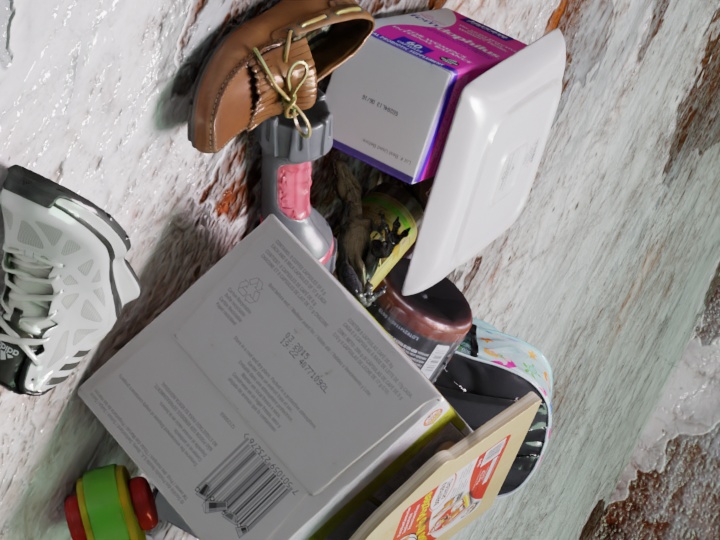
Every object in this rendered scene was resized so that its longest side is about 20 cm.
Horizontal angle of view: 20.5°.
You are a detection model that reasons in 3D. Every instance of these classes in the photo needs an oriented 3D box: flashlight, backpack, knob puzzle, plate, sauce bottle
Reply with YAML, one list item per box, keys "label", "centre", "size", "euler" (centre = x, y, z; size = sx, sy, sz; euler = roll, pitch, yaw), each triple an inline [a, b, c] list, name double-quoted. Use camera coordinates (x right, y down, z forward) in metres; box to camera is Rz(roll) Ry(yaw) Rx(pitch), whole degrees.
- label: "flashlight"
  centre: [-0.048, -0.063, 1.582]
  size: [0.067, 0.068, 0.201]
  euler: [-18, 147, -17]
- label: "backpack"
  centre: [0.095, 0.133, 2.016]
  size: [0.151, 0.198, 0.179]
  euler: [-70, 175, -63]
- label: "knob puzzle"
  centre: [0.035, 0.179, 1.476]
  size: [0.219, 0.030, 0.220]
  euler: [-37, 160, -16]
- label: "plate"
  centre: [0.114, -0.089, 1.686]
  size: [0.200, 0.032, 0.201]
  euler: [-36, 147, -54]
- label: "sauce bottle"
  centre: [-0.015, 0.003, 1.763]
  size: [0.200, 0.064, 0.065]
  euler: [-51, 157, -37]

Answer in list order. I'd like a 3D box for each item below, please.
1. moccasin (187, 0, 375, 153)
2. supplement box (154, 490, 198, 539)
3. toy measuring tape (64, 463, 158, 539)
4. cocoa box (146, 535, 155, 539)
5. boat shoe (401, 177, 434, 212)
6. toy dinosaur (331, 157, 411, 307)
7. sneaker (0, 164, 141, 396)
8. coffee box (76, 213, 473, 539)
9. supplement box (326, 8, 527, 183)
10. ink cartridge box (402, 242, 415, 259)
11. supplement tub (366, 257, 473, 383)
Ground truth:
- label: "moccasin"
  centre: [-0.057, -0.143, 1.453]
  size: [0.201, 0.077, 0.074]
  euler: [-41, 150, -48]
- label: "supplement box"
  centre: [-0.083, 0.173, 1.745]
  size: [0.200, 0.101, 0.104]
  euler: [-13, 126, -66]
- label: "toy measuring tape"
  centre: [-0.189, 0.189, 1.486]
  size: [0.200, 0.073, 0.074]
  euler: [-111, -135, -81]
- label: "cocoa box"
  centre: [-0.148, 0.333, 1.724]
  size: [0.132, 0.133, 0.200]
  euler: [-58, 160, -11]
- label: "boat shoe"
  centre: [0.069, -0.093, 1.850]
  size: [0.071, 0.070, 0.200]
  euler: [-56, -179, -3]
- label: "toy dinosaur"
  centre: [0.000, 0.000, 1.680]
  size: [0.088, 0.047, 0.202]
  euler: [-20, -117, 62]
- label: "sneaker"
  centre: [-0.203, 0.019, 1.279]
  size: [0.116, 0.075, 0.201]
  euler: [-60, 163, -17]
- label: "coffee box"
  centre: [-0.053, 0.114, 1.519]
  size: [0.200, 0.200, 0.198]
  euler: [-43, 160, 0]
- label: "supplement box"
  centre: [0.059, -0.151, 1.686]
  size: [0.200, 0.101, 0.104]
  euler: [-22, 135, -63]
- label: "ink cartridge box"
  centre: [0.075, -0.027, 1.909]
  size: [0.200, 0.037, 0.095]
  euler: [-46, -176, 34]
- label: "supplement tub"
  centre: [0.015, 0.093, 1.863]
  size: [0.201, 0.107, 0.107]
  euler: [-57, 165, 26]
